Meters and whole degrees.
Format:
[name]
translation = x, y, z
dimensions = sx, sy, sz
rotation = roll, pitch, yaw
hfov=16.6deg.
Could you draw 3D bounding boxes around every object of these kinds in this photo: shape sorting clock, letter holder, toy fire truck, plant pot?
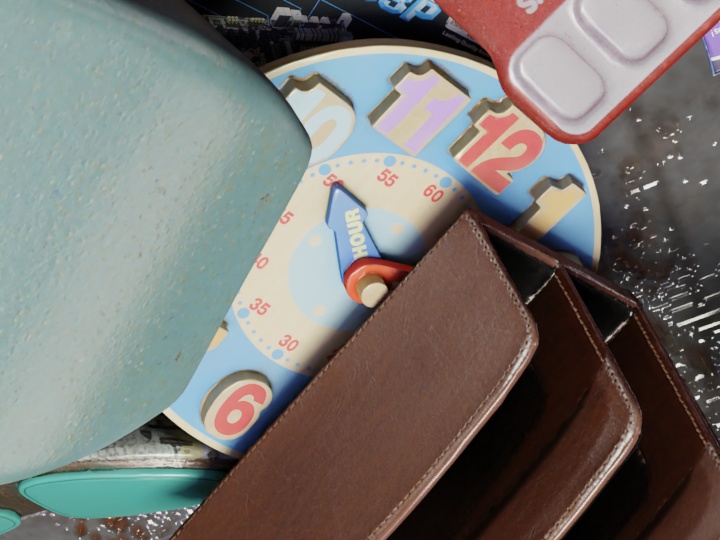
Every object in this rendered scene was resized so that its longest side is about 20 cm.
[shape sorting clock]
translation = 0.000, 0.000, 0.980
dimensions = 0.199, 0.039, 0.201
rotation = -7, 121, -13
[letter holder]
translation = 0.035, 0.105, 0.957
dimensions = 0.100, 0.142, 0.200
rotation = 26, 116, -37
[toy fire truck]
translation = 0.086, -0.159, 0.879
dimensions = 0.168, 0.112, 0.200
rotation = 43, 123, -6
[plant pot]
translation = -0.136, -0.044, 0.848
dimensions = 0.200, 0.196, 0.196
rotation = 14, 112, -43

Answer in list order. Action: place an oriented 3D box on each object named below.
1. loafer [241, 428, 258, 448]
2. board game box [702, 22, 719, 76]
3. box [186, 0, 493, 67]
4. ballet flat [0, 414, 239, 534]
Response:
[loafer]
translation = -0.020, 0.062, 1.075
dimensions = 0.071, 0.073, 0.200
rotation = -37, 118, -8
[board game box]
translation = 0.210, -0.168, 0.946
dimensions = 0.199, 0.035, 0.136
rotation = -17, 119, 11
[box]
translation = -0.043, -0.085, 0.981
dimensions = 0.199, 0.046, 0.159
rotation = 24, 118, -21
[ballet flat]
translation = -0.146, 0.081, 1.077
dimensions = 0.200, 0.072, 0.072
rotation = -15, 120, 19
